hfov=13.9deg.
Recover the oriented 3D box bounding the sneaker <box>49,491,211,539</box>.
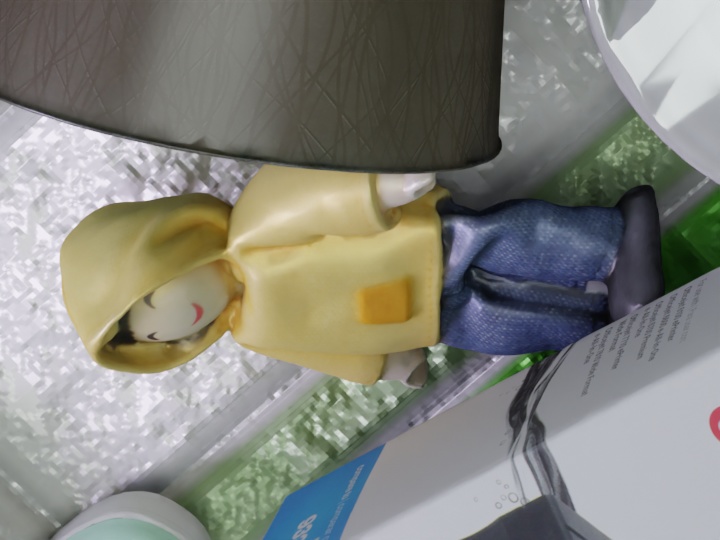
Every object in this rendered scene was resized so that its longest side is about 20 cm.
[{"bbox_3d":[-0.115,0.178,1.041,0.074,0.118,0.201,31,107,-9],"label":"sneaker"}]

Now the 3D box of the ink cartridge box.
[{"bbox_3d":[0.084,0.105,0.952,0.200,0.084,0.145,-29,102,23],"label":"ink cartridge box"}]

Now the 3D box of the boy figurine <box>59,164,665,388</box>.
[{"bbox_3d":[0.000,0.000,0.986,0.199,0.065,0.124,2,145,-6],"label":"boy figurine"}]

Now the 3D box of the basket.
[{"bbox_3d":[-0.024,-0.147,0.911,0.180,0.136,0.201,6,108,-14],"label":"basket"}]

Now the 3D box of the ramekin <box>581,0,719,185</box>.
[{"bbox_3d":[0.163,-0.122,0.934,0.202,0.094,0.203,0,112,1],"label":"ramekin"}]
